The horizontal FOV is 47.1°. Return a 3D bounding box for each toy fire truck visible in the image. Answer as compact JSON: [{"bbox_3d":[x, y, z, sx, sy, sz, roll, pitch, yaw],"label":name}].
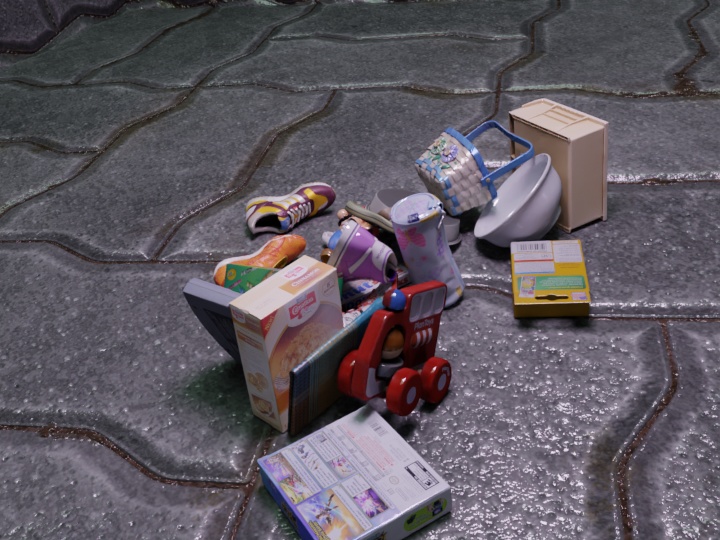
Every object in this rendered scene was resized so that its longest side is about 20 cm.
[{"bbox_3d":[0.056,0.104,1.187,0.111,0.171,0.199,15,14,34],"label":"toy fire truck"}]

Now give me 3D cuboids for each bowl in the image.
[{"bbox_3d":[0.311,-0.113,1.548,0.202,0.090,0.201,-49,10,11],"label":"bowl"}]

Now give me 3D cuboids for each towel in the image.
[{"bbox_3d":[-0.033,0.138,1.203,0.022,0.148,0.199,33,49,27],"label":"towel"}]

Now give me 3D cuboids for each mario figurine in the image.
[{"bbox_3d":[-0.041,-0.068,1.582,0.122,0.107,0.200,7,35,26],"label":"mario figurine"}]

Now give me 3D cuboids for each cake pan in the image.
[{"bbox_3d":[0.108,-0.108,1.606,0.197,0.037,0.201,15,22,-6],"label":"cake pan"}]

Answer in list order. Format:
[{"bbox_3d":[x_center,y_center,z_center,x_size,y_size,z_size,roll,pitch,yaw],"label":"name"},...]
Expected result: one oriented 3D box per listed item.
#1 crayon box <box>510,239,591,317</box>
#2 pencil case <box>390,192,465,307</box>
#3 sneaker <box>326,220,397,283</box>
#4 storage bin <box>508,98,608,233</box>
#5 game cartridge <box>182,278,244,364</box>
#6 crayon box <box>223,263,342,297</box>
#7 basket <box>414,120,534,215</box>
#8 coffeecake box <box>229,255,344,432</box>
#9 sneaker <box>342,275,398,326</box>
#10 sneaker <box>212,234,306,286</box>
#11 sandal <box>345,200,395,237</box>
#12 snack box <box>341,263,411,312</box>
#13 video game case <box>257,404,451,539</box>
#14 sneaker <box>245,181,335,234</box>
[{"bbox_3d":[0.319,0.020,1.404,0.123,0.052,0.201,-2,31,10],"label":"crayon box"},{"bbox_3d":[0.115,-0.032,1.394,0.089,0.202,0.084,-15,35,7],"label":"pencil case"},{"bbox_3d":[0.000,0.001,1.398,0.113,0.201,0.073,31,68,-1],"label":"sneaker"},{"bbox_3d":[0.382,-0.208,1.622,0.093,0.203,0.198,-22,33,-19],"label":"storage bin"},{"bbox_3d":[-0.187,0.090,1.266,0.132,0.201,0.042,20,62,35],"label":"game cartridge"},{"bbox_3d":[-0.134,0.028,1.396,0.117,0.059,0.199,7,1,-37],"label":"crayon box"},{"bbox_3d":[0.221,-0.211,1.616,0.198,0.140,0.176,-31,33,-7],"label":"basket"},{"bbox_3d":[-0.098,0.106,1.213,0.072,0.203,0.153,21,41,38],"label":"coffeecake box"},{"bbox_3d":[0.011,0.067,1.382,0.106,0.068,0.203,-2,34,5],"label":"sneaker"},{"bbox_3d":[-0.181,-0.004,1.563,0.198,0.074,0.077,-30,59,-25],"label":"sneaker"},{"bbox_3d":[0.063,-0.093,1.485,0.199,0.058,0.080,26,-1,20],"label":"sandal"},{"bbox_3d":[-0.006,0.035,1.481,0.198,0.025,0.072,-25,35,-26],"label":"snack box"},{"bbox_3d":[-0.011,0.276,1.065,0.179,0.046,0.200,-21,33,-24],"label":"video game case"},{"bbox_3d":[-0.143,-0.121,1.733,0.197,0.076,0.091,-16,39,-1],"label":"sneaker"}]
